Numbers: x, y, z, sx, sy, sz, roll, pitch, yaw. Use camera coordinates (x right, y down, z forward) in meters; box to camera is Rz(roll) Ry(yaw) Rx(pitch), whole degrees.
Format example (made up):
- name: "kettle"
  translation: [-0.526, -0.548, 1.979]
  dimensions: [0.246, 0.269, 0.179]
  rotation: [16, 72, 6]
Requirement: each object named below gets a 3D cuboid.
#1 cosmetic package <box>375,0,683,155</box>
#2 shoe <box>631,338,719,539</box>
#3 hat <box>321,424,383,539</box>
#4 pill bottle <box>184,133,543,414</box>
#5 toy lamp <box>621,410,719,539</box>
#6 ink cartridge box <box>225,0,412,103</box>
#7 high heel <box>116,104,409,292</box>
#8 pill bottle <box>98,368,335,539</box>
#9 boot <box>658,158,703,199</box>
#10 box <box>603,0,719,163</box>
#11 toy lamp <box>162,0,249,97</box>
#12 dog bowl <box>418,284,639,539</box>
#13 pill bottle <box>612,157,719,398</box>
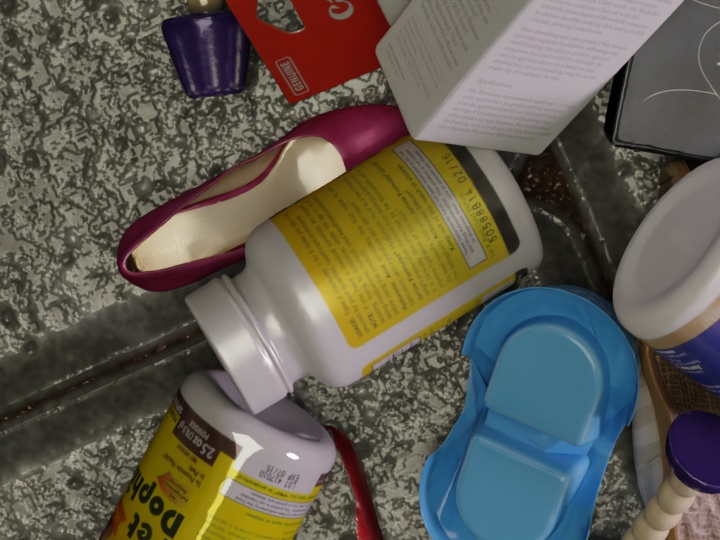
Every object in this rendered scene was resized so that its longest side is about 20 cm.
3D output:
- name: "cosmetic package"
  translation: [0.107, -0.154, 0.894]
  dimensions: [0.200, 0.101, 0.072]
  rotation: [-47, 52, 39]
- name: "shoe"
  translation: [0.209, 0.115, 1.043]
  dimensions: [0.069, 0.053, 0.202]
  rotation: [-14, 101, -14]
- name: "hat"
  translation: [0.056, 0.234, 1.083]
  dimensions: [0.164, 0.177, 0.201]
  rotation: [0, 135, 2]
- name: "pill bottle"
  translation: [0.000, 0.000, 0.988]
  dimensions: [0.199, 0.111, 0.112]
  rotation: [-31, 94, -7]
- name: "toy lamp"
  translation: [0.171, 0.163, 0.996]
  dimensions: [0.058, 0.058, 0.201]
  rotation: [24, 139, 1]
- name: "ink cartridge box"
  translation: [0.013, -0.161, 0.948]
  dimensions: [0.173, 0.200, 0.044]
  rotation: [-22, 61, 7]
- name: "high heel"
  translation: [-0.058, -0.046, 1.014]
  dimensions: [0.199, 0.096, 0.068]
  rotation: [-21, 95, 7]
- name: "pill bottle"
  translation: [-0.105, 0.171, 1.039]
  dimensions: [0.109, 0.109, 0.201]
  rotation: [28, 98, 0]
- name: "boot"
  translation: [0.289, -0.005, 1.018]
  dimensions: [0.166, 0.072, 0.201]
  rotation: [-26, 95, -3]
- name: "box"
  translation: [0.257, -0.155, 0.962]
  dimensions: [0.195, 0.124, 0.202]
  rotation: [11, 99, 5]
- name: "toy lamp"
  translation: [-0.101, -0.208, 1.009]
  dimensions: [0.058, 0.058, 0.202]
  rotation: [-8, 95, 5]
- name: "dog bowl"
  translation: [0.109, 0.098, 1.021]
  dimensions: [0.111, 0.050, 0.201]
  rotation: [22, 113, 16]
- name: "pill bottle"
  translation: [0.249, 0.035, 0.921]
  dimensions: [0.199, 0.116, 0.116]
  rotation: [34, 99, -16]
